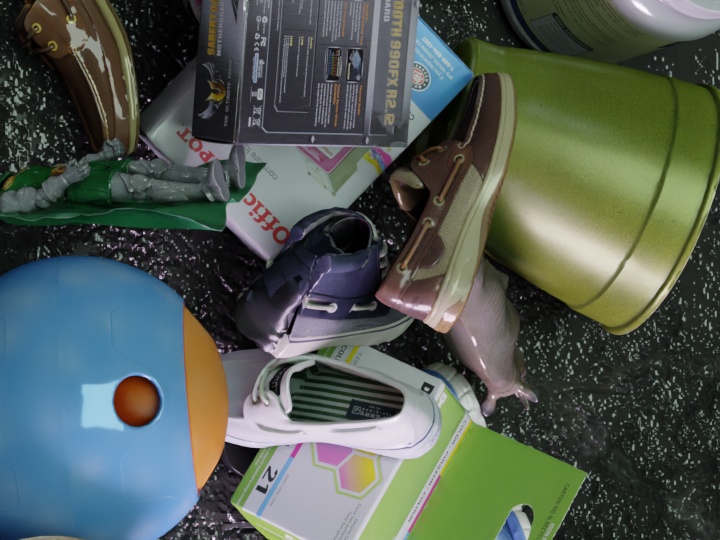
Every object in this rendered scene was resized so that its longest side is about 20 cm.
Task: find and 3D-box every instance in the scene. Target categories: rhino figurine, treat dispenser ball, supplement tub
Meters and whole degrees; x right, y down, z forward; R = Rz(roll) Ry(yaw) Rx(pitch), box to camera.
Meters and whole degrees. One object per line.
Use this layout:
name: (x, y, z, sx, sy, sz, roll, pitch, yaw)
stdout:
rhino figurine: (0.084, 0.034, 1.750, 0.088, 0.060, 0.200, -94, 162, -50)
treat dispenser ball: (-0.186, 0.091, 1.587, 0.200, 0.201, 0.202, 3, 83, -28)
supplement tub: (0.210, -0.238, 1.838, 0.144, 0.200, 0.146, 3, 83, -28)

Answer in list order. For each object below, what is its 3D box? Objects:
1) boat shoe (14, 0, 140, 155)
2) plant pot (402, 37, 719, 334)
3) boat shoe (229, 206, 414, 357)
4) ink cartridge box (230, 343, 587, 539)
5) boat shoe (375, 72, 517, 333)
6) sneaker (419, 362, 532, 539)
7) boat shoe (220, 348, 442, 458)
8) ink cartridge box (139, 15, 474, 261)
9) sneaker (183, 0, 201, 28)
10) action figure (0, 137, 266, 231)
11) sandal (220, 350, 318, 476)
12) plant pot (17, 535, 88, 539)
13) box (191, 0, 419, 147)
boat shoe: (-0.208, -0.170, 1.681, 0.067, 0.072, 0.201, -17, 87, -24)
plant pot: (0.140, -0.079, 1.804, 0.192, 0.200, 0.201, 21, 75, -12)
boat shoe: (0.000, 0.000, 1.687, 0.075, 0.093, 0.200, 46, 31, 16)
ink cartridge box: (0.035, 0.151, 1.693, 0.148, 0.199, 0.076, -59, 149, -13)
boat shoe: (0.056, -0.057, 1.657, 0.072, 0.072, 0.201, 19, 66, -5)
sneaker: (0.065, 0.175, 1.794, 0.089, 0.079, 0.201, -24, 88, -21)
boat shoe: (-0.042, 0.082, 1.673, 0.067, 0.199, 0.074, 52, 46, -58)
ink cartridge box: (-0.042, -0.119, 1.718, 0.200, 0.085, 0.145, -46, 106, -1)
sneaker: (-0.127, -0.251, 1.730, 0.074, 0.087, 0.200, -39, 126, -19)
action figure: (-0.176, -0.057, 1.631, 0.118, 0.199, 0.055, -44, 128, -64)
sandal: (-0.040, 0.059, 1.758, 0.075, 0.045, 0.201, 29, 72, -23)
plant pot: (-0.232, 0.269, 1.544, 0.199, 0.198, 0.201, 3, 83, -27)
box: (-0.031, -0.183, 1.606, 0.158, 0.048, 0.201, -3, 100, -43)
